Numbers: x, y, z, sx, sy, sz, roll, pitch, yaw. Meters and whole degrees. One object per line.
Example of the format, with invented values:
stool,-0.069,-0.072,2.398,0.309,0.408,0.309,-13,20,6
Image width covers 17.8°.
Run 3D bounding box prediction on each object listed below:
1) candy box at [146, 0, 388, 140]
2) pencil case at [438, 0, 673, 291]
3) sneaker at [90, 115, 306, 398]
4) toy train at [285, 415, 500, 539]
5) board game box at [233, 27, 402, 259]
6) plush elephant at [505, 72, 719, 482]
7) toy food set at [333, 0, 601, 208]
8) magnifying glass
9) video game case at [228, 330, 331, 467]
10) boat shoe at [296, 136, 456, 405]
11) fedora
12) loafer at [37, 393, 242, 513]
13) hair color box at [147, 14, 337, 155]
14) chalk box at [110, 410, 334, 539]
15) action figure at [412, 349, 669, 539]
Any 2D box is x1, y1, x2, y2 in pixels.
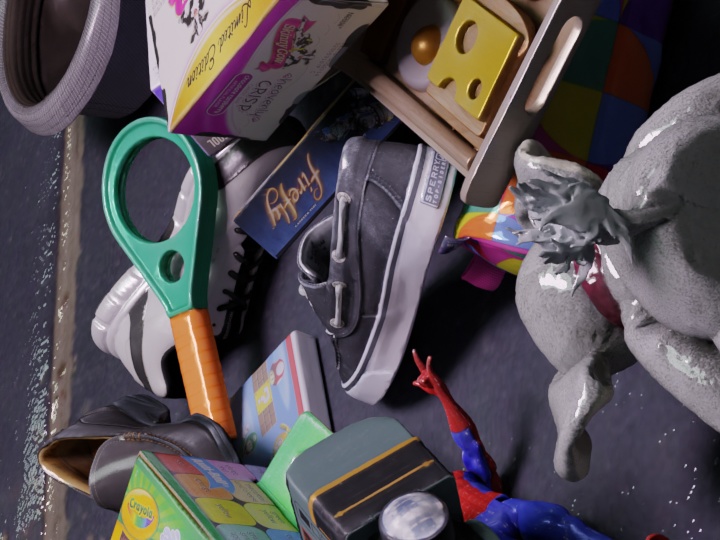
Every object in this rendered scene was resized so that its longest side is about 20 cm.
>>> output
candy box,-0.060,-0.184,1.142,0.136,0.061,0.201,-44,52,50
pencil case,0.101,-0.088,1.129,0.088,0.088,0.201,5,76,58
sneaker,-0.083,-0.006,1.400,0.080,0.073,0.201,48,117,31
toy train,0.027,0.159,1.035,0.085,0.201,0.114,-28,43,-15
board game box,0.022,-0.106,1.239,0.200,0.035,0.136,-46,4,36
plush elephant,0.133,0.004,0.970,0.155,0.198,0.166,141,132,-68
toy food set,0.037,-0.133,1.075,0.200,0.060,0.144,46,115,52
magnifying glass,-0.107,0.006,1.361,0.079,0.022,0.201,-22,77,33
video game case,-0.078,0.149,1.342,0.200,0.017,0.144,-47,39,34
boat shoe,0.000,0.000,1.184,0.200,0.067,0.072,104,-179,-59
fedora,-0.186,-0.186,1.618,0.177,0.090,0.201,-41,49,42
loafer,-0.122,0.121,1.320,0.200,0.072,0.073,7,110,63
hair color box,-0.070,-0.169,1.383,0.109,0.065,0.201,-33,34,15
chalk box,-0.056,0.172,1.168,0.124,0.123,0.201,38,114,56
action figure,0.059,0.105,1.076,0.065,0.099,0.200,-43,25,-17
